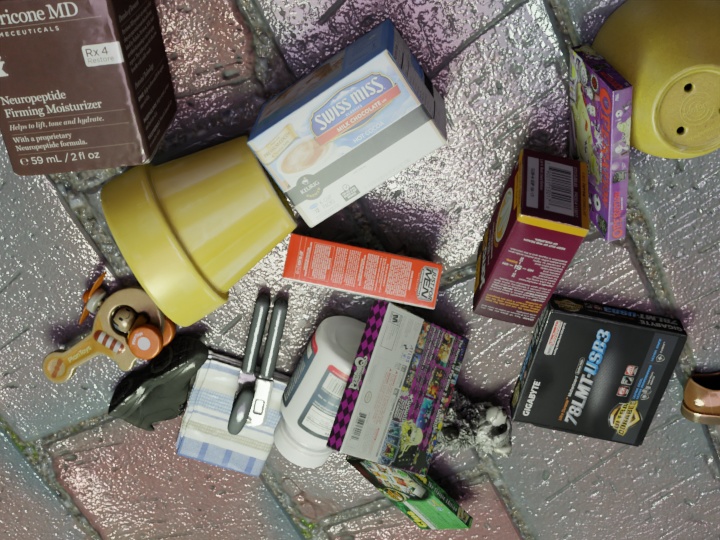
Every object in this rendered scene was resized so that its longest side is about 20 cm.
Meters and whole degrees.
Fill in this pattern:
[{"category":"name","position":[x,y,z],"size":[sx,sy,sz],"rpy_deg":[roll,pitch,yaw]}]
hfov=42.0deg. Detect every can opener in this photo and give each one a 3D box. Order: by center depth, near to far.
[{"category":"can opener","position":[-0.142,0.136,1.321],"size":[0.052,0.067,0.203],"rpy_deg":[13,103,-6]}]

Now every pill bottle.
[{"category":"pill bottle","position":[-0.045,0.176,1.324],"size":[0.118,0.120,0.201],"rpy_deg":[24,119,-11]}]

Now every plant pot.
[{"category":"plant pot","position":[0.368,-0.207,1.068],"size":[0.197,0.143,0.202],"rpy_deg":[1,120,2]},{"category":"plant pot","position":[-0.188,-0.064,1.163],"size":[0.187,0.201,0.202],"rpy_deg":[-30,116,1]}]

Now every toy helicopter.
[{"category":"toy helicopter","position":[-0.367,0.088,1.312],"size":[0.199,0.079,0.133],"rpy_deg":[-31,97,10]}]

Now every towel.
[{"category":"towel","position":[-0.191,0.218,1.411],"size":[0.145,0.024,0.202],"rpy_deg":[18,120,-7]}]

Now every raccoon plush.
[{"category":"raccoon plush","position":[0.132,0.235,1.393],"size":[0.133,0.098,0.199],"rpy_deg":[28,150,-29]}]

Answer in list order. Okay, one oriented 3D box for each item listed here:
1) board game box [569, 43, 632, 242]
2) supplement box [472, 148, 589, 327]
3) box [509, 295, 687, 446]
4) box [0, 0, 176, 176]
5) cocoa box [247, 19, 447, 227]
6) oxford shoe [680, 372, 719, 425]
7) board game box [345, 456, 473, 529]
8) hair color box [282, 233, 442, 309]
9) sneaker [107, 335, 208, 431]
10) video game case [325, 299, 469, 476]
[{"category":"board game box","position":[0.279,-0.149,1.104],"size":[0.032,0.120,0.202],"rpy_deg":[-16,127,-9]},{"category":"supplement box","position":[0.206,-0.036,1.158],"size":[0.084,0.111,0.201],"rpy_deg":[13,141,-3]},{"category":"box","position":[0.332,0.144,1.329],"size":[0.196,0.050,0.202],"rpy_deg":[11,119,-5]},{"category":"box","position":[-0.321,-0.237,1.073],"size":[0.163,0.165,0.202],"rpy_deg":[-5,120,6]},{"category":"cocoa box","position":[-0.013,-0.175,1.110],"size":[0.199,0.134,0.132],"rpy_deg":[-30,114,18]},{"category":"oxford shoe","position":[0.558,0.175,1.324],"size":[0.197,0.072,0.072],"rpy_deg":[-2,116,5]},{"category":"board game box","position":[0.075,0.334,1.431],"size":[0.104,0.024,0.200],"rpy_deg":[-16,127,41]},{"category":"hair color box","position":[0.000,0.000,1.224],"size":[0.197,0.102,0.062],"rpy_deg":[12,91,-5]},{"category":"sneaker","position":[-0.279,0.167,1.366],"size":[0.199,0.076,0.091],"rpy_deg":[-35,120,30]},{"category":"video game case","position":[0.054,0.160,1.252],"size":[0.180,0.036,0.202],"rpy_deg":[24,81,-43]}]
